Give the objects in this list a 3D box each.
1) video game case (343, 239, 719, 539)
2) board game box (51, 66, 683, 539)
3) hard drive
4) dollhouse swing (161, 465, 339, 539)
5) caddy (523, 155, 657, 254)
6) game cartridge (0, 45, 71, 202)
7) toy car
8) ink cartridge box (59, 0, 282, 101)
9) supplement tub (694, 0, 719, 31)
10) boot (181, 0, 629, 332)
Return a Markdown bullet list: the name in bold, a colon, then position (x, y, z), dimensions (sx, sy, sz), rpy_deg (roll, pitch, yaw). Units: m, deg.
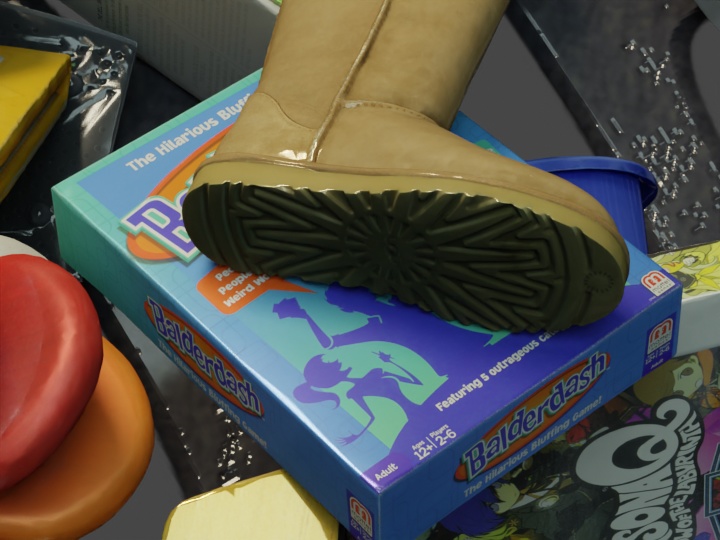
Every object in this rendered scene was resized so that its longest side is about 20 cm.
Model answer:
- **video game case**: position (0.081, 0.089, 0.976), dimensions (0.180, 0.201, 0.036), rpy_deg (-12, 40, -8)
- **board game box**: position (0.000, 0.000, 0.895), dimensions (0.152, 0.045, 0.200), rpy_deg (-33, 54, -26)
- **hard drive**: position (-0.212, -0.065, 1.079), dimensions (0.199, 0.042, 0.135), rpy_deg (11, 72, 0)
- **dollhouse swing**: position (-0.104, 0.166, 0.929), dimensions (0.175, 0.200, 0.183), rpy_deg (5, 72, -2)
- **caddy**: position (0.037, 0.000, 1.024), dimensions (0.199, 0.141, 0.105), rpy_deg (-9, 75, -8)
- **game cartridge**: position (-0.233, -0.074, 0.976), dimensions (0.199, 0.176, 0.033), rpy_deg (10, 109, -1)
- **toy car**: position (-0.165, 0.043, 0.820), dimensions (0.199, 0.150, 0.176), rpy_deg (22, 54, -29)
- **ink cartridge box**: position (-0.086, -0.157, 1.062), dimensions (0.200, 0.148, 0.076), rpy_deg (35, 71, 8)
- **supplement tub**: position (0.256, -0.195, 1.108), dimensions (0.132, 0.132, 0.200), rpy_deg (35, 74, 8)
- **boot**: position (0.038, -0.080, 0.889), dimensions (0.174, 0.066, 0.200), rpy_deg (13, 50, 13)
